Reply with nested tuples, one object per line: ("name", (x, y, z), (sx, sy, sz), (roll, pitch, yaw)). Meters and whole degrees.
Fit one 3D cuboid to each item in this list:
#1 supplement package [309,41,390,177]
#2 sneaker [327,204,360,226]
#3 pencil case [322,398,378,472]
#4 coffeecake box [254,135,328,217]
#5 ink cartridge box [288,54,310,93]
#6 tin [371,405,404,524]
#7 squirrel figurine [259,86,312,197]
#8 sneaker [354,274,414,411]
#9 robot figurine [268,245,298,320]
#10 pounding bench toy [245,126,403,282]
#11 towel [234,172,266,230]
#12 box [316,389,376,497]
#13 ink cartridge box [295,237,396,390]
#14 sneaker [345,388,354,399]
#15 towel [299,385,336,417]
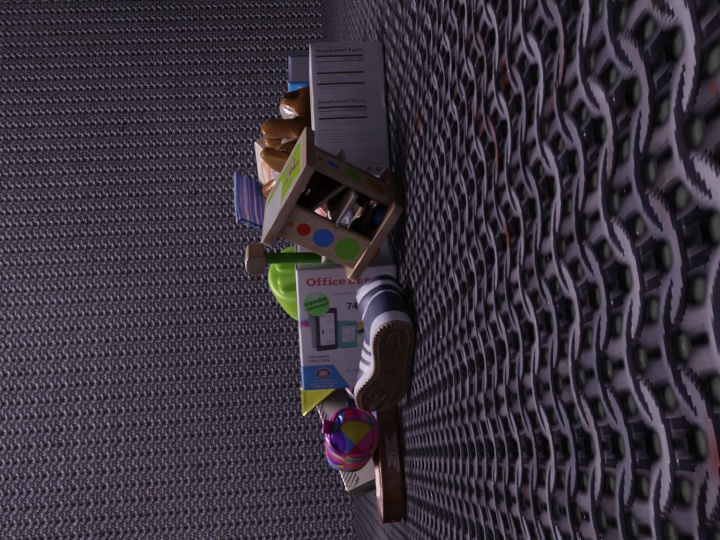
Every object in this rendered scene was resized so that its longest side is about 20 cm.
("supplement package", (-0.019, -0.227, 1.051), (0.114, 0.109, 0.201), (124, 143, -83))
("sneaker", (-0.011, -0.104, 1.161), (0.200, 0.089, 0.067), (-109, 16, -77))
("pencil case", (-0.018, 0.267, 1.098), (0.200, 0.088, 0.089), (95, 172, -66))
("coffeecake box", (-0.107, -0.156, 1.329), (0.200, 0.073, 0.154), (45, 160, 15))
("ink cartridge box", (-0.061, -0.306, 1.332), (0.200, 0.145, 0.085), (93, 174, -55))
("tin", (0.042, 0.291, 1.094), (0.112, 0.042, 0.201), (86, 180, -68))
("squirrel figurine", (-0.071, -0.227, 1.202), (0.142, 0.199, 0.187), (87, -168, -65))
("sneaker", (0.026, 0.095, 0.922), (0.200, 0.070, 0.109), (101, 163, -45))
("robot figurine", (-0.104, 0.027, 1.301), (0.200, 0.115, 0.176), (73, -178, -66))
("pounding bench toy", (-0.051, -0.056, 0.946), (0.200, 0.156, 0.124), (-56, 21, 26))
("towel", (-0.158, -0.121, 1.402), (0.024, 0.199, 0.145), (-51, 34, 34))
("box", (-0.020, 0.305, 1.280), (0.200, 0.068, 0.082), (66, -177, 29))
("ink cartridge box", (-0.023, 0.057, 1.068), (0.146, 0.146, 0.201), (-101, 8, -66))
("sneaker", (0.013, 0.208, 1.308), (0.200, 0.080, 0.087), (-76, -27, -76))
("towel", (-0.035, 0.175, 1.250), (0.018, 0.200, 0.086), (43, -167, -19))
